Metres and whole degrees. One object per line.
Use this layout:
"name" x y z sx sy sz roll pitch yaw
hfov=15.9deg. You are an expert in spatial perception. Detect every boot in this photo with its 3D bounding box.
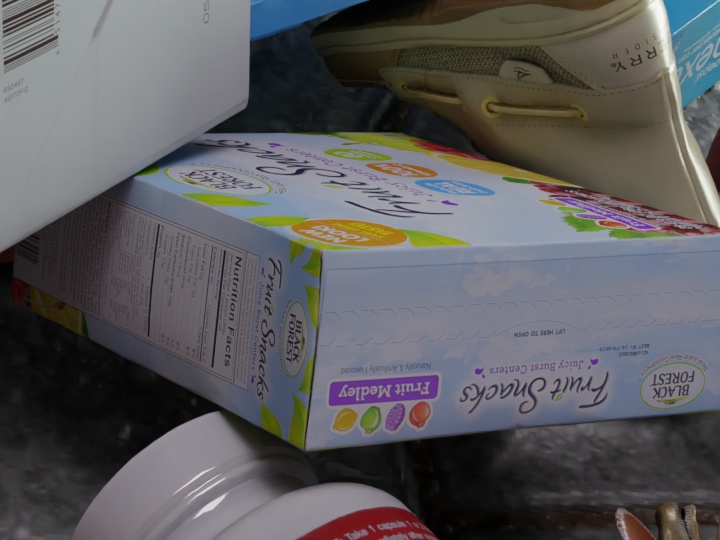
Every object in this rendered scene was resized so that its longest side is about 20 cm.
"boot" 0.067 -0.044 0.993 0.073 0.156 0.199 -34 18 -28

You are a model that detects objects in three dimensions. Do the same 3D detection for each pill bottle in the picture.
"pill bottle" 0.001 0.137 0.766 0.112 0.113 0.200 -22 54 -36

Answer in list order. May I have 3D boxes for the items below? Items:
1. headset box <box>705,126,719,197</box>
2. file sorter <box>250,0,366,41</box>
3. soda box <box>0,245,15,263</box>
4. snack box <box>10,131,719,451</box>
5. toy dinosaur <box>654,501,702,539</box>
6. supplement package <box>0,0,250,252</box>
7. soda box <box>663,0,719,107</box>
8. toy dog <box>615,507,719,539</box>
"headset box" 0.231 0.004 1.016 0.148 0.078 0.200 -14 51 -30
"file sorter" -0.015 -0.181 1.014 0.138 0.124 0.200 -19 17 -2
"soda box" -0.173 -0.041 0.935 0.199 0.069 0.064 -9 38 -27
"snack box" 0.000 0.000 0.869 0.168 0.068 0.200 -2 12 -33
"toy dinosaur" 0.168 0.136 0.854 0.100 0.059 0.200 -5 19 -23
"supplement package" -0.156 -0.121 0.838 0.199 0.153 0.151 16 29 26
"soda box" 0.126 -0.113 1.119 0.068 0.064 0.200 34 44 20
"toy dog" 0.139 0.087 0.756 0.131 0.097 0.200 0 19 2
